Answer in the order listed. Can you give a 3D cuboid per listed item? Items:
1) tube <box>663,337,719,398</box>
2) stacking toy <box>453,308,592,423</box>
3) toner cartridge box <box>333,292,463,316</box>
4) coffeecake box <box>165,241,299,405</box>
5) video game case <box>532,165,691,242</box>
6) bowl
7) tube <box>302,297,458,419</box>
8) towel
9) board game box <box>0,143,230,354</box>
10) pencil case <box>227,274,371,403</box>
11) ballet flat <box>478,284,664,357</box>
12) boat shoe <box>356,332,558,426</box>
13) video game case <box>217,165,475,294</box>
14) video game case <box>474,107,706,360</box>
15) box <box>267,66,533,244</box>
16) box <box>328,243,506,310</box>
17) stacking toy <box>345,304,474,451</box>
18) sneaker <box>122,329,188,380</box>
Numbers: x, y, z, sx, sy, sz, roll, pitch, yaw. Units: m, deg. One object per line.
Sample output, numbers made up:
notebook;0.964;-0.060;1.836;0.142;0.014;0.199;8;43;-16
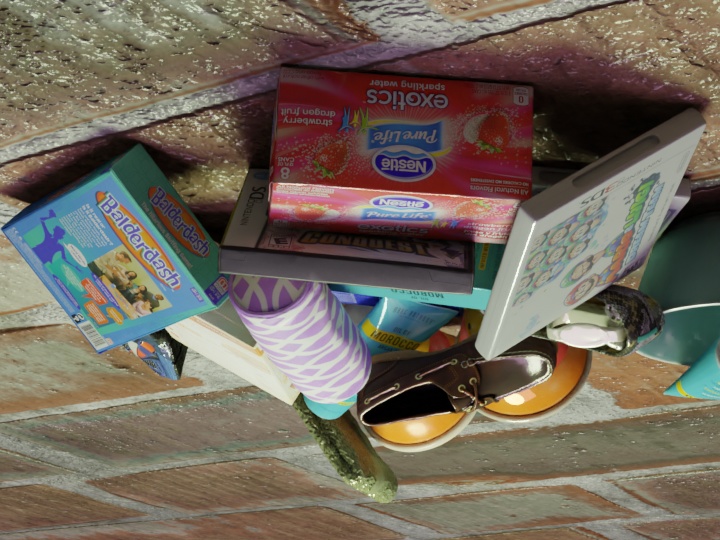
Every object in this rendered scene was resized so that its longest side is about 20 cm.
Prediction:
tube;0.333;0.096;1.501;0.077;0.051;0.200;9;166;4
stacking toy;0.145;0.048;1.604;0.146;0.147;0.200;-3;149;14
toner cartridge box;0.000;0.000;1.562;0.199;0.043;0.095;7;163;9
coffeecake box;-0.128;0.041;1.591;0.153;0.073;0.200;28;167;16
video game case;0.183;-0.044;1.483;0.182;0.023;0.200;4;160;-5
bowl;0.342;0.013;1.500;0.200;0.105;0.201;3;160;1
tube;0.011;0.080;1.614;0.077;0.051;0.200;13;142;-28
towel;-0.034;0.162;1.789;0.036;0.200;0.148;-36;156;4
board game box;-0.216;-0.015;1.457;0.200;0.045;0.152;-20;111;48
pencil case;-0.053;0.045;1.446;0.084;0.086;0.200;-21;146;5
ballet flat;0.166;0.035;1.446;0.200;0.072;0.072;11;167;31
boat shoe;0.091;0.109;1.553;0.199;0.070;0.071;-14;125;19
video game case;-0.006;-0.036;1.336;0.199;0.026;0.181;5;-156;2
video game case;0.182;-0.026;1.313;0.182;0.024;0.200;-30;154;-25
box;0.030;-0.087;1.265;0.199;0.100;0.096;4;160;-4
box;0.066;-0.017;1.436;0.199;0.083;0.049;7;157;16
stacking toy;0.034;0.086;1.725;0.146;0.147;0.200;-7;143;24
sneaker;-0.236;0.059;1.767;0.078;0.076;0.200;7;154;15
